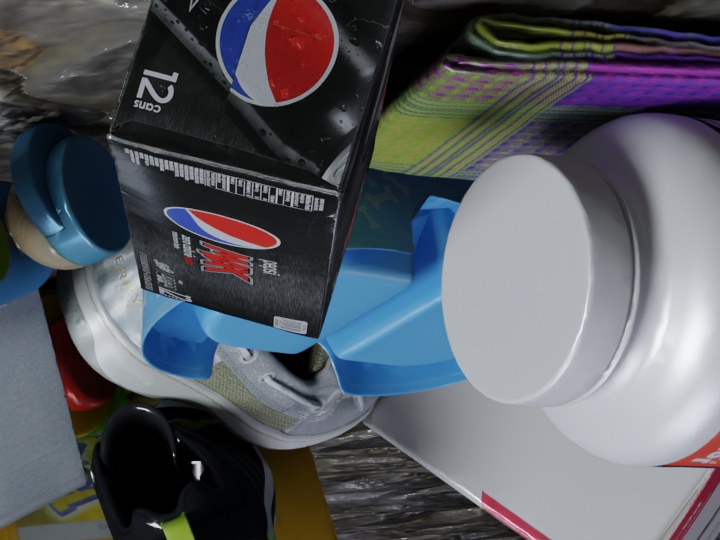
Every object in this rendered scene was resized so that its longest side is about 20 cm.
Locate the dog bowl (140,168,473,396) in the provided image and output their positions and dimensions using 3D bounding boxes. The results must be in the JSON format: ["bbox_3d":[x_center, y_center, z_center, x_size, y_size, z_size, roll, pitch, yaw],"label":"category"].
[{"bbox_3d":[0.000,0.000,0.951,0.111,0.050,0.200,-31,155,36],"label":"dog bowl"}]

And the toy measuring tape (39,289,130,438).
[{"bbox_3d":[-0.164,0.048,1.082,0.073,0.074,0.200,-12,180,35],"label":"toy measuring tape"}]

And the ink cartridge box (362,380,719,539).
[{"bbox_3d":[0.098,0.089,1.204,0.145,0.084,0.200,35,180,15],"label":"ink cartridge box"}]

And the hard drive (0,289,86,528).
[{"bbox_3d":[-0.208,0.072,0.952,0.200,0.033,0.140,-27,136,-19],"label":"hard drive"}]

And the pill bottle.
[{"bbox_3d":[0.129,0.009,0.822,0.200,0.113,0.112,4,166,-33],"label":"pill bottle"}]

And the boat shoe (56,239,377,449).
[{"bbox_3d":[-0.042,0.023,1.048,0.065,0.075,0.202,-29,151,24],"label":"boat shoe"}]

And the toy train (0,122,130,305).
[{"bbox_3d":[-0.163,0.007,0.803,0.116,0.085,0.200,-24,180,27],"label":"toy train"}]

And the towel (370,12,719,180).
[{"bbox_3d":[0.099,-0.054,0.842,0.200,0.023,0.144,0,168,-18],"label":"towel"}]

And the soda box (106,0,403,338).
[{"bbox_3d":[-0.029,-0.037,0.731,0.063,0.071,0.200,16,168,0],"label":"soda box"}]

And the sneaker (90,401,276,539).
[{"bbox_3d":[-0.074,0.082,1.034,0.072,0.083,0.200,-24,-158,-6],"label":"sneaker"}]

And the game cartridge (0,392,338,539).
[{"bbox_3d":[-0.122,0.088,1.153,0.199,0.176,0.032,-1,125,-14],"label":"game cartridge"}]
